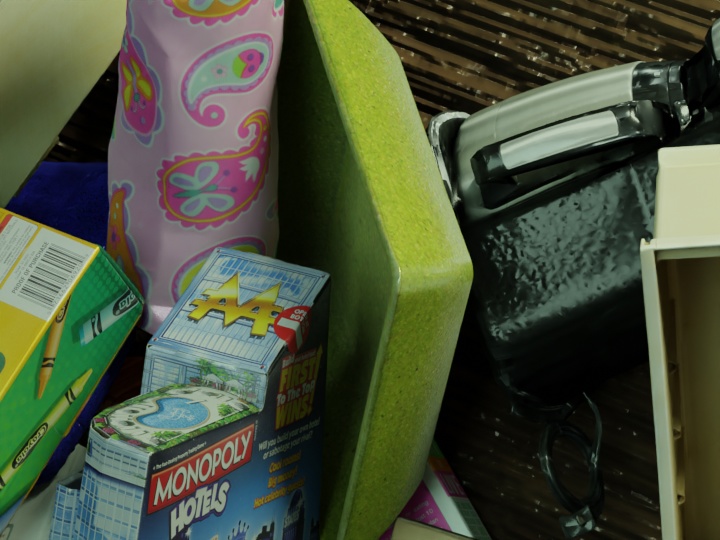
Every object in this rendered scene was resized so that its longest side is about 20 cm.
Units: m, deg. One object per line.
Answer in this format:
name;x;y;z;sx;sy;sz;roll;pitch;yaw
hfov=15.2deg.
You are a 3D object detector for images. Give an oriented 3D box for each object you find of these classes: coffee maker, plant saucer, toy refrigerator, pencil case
coffee maker;0.154;-0.015;1.178;0.199;0.135;0.193;-21;99;23
plant saucer;0.000;0.000;1.206;0.048;0.200;0.201;-4;47;-15
toy refrigerator;-0.153;-0.121;1.310;0.201;0.070;0.076;-54;25;-6
pencil case;-0.072;-0.070;1.216;0.087;0.087;0.201;17;117;27

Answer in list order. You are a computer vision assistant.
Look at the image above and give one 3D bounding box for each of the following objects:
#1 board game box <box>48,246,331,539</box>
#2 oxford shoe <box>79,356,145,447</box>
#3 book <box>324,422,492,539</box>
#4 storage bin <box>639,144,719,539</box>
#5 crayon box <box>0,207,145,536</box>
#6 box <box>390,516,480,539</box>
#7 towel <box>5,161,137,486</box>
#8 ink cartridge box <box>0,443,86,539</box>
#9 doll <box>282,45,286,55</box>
board game box;-0.073;0.098;1.145;0.061;0.200;0.201;13;102;22
oxford shoe;-0.125;0.082;1.330;0.199;0.071;0.073;14;109;31
book;0.017;0.180;1.251;0.133;0.048;0.201;-34;71;16
storage bin;0.216;0.055;1.071;0.197;0.094;0.201;-3;116;8
crayon box;-0.200;0.064;1.190;0.118;0.058;0.201;21;69;30
box;0.046;0.223;1.198;0.120;0.032;0.201;14;87;20
towel;-0.173;0.020;1.299;0.147;0.050;0.201;-1;41;26
ink cartridge box;-0.151;0.201;1.225;0.083;0.147;0.201;-13;33;25
doll;-0.063;-0.120;1.300;0.136;0.048;0.201;21;84;55
